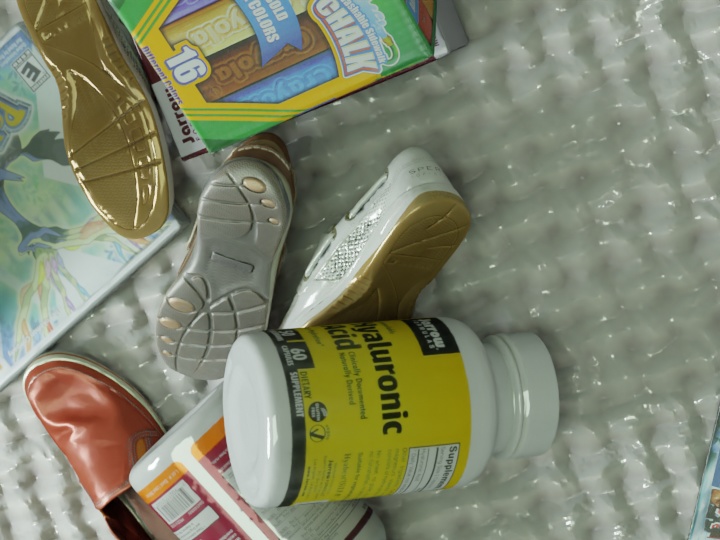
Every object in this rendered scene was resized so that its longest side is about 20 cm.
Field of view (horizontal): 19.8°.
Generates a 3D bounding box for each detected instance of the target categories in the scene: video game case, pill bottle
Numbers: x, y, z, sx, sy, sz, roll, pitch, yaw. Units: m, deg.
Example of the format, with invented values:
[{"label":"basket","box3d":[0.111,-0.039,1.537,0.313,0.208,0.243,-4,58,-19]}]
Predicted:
[{"label":"video game case","box3d":[-0.246,-0.042,1.450,0.200,0.022,0.183,-40,89,19]},{"label":"pill bottle","box3d":[-0.053,0.175,1.390,0.109,0.110,0.200,-41,93,19]},{"label":"pill bottle","box3d":[0.020,0.087,1.317,0.199,0.111,0.112,-4,102,-20]}]

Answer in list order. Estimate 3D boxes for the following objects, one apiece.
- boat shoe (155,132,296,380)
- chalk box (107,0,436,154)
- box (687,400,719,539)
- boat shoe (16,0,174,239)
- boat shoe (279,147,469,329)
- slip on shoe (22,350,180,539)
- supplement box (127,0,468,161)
[{"label":"boat shoe","box3d":[-0.083,-0.007,1.381,0.075,0.072,0.200,23,130,-4]},{"label":"chalk box","box3d":[-0.029,-0.182,1.223,0.199,0.125,0.124,-21,122,19]},{"label":"box","box3d":[0.281,0.177,1.334,0.136,0.040,0.201,13,104,12]},{"label":"boat shoe","box3d":[-0.165,-0.121,1.385,0.071,0.069,0.201,-19,90,20]},{"label":"boat shoe","box3d":[0.000,0.000,1.362,0.200,0.071,0.070,-49,44,33]},{"label":"slip on shoe","box3d":[-0.166,0.139,1.444,0.074,0.061,0.200,-39,88,21]},{"label":"supplement box","box3d":[-0.043,-0.158,1.348,0.199,0.061,0.109,-21,95,20]}]
